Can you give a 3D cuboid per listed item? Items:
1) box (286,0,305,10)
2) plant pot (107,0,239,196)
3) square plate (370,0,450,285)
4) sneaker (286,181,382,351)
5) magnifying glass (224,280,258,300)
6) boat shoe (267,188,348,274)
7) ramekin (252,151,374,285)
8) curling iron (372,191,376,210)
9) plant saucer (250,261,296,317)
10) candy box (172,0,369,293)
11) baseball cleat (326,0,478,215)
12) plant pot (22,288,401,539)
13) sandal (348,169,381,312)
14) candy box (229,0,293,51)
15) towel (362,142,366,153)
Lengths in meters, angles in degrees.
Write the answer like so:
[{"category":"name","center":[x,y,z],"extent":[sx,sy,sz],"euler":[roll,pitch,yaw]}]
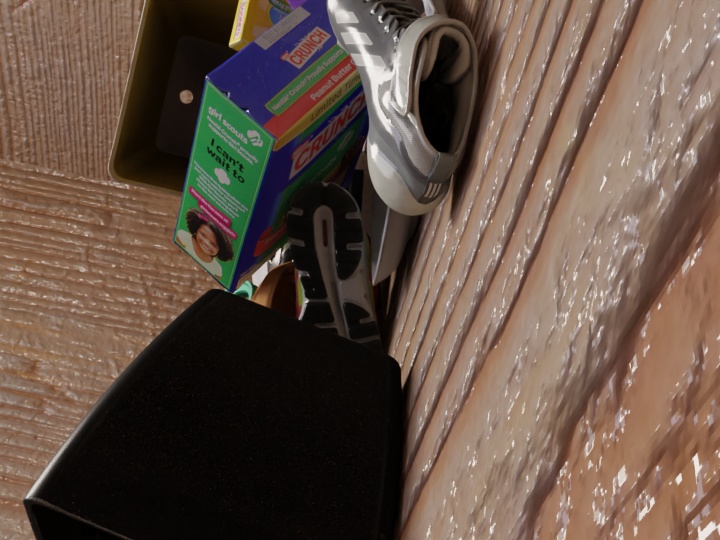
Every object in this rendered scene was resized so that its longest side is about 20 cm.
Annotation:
[{"category":"box","center":[0.008,-0.284,0.923],"extent":[0.137,0.039,0.202],"euler":[47,-125,-50]},{"category":"plant pot","center":[-0.139,-0.174,1.057],"extent":[0.176,0.197,0.203],"euler":[-144,68,-77]},{"category":"square plate","center":[0.040,-0.116,0.785],"extent":[0.201,0.028,0.200],"euler":[-87,8,-65]},{"category":"sneaker","center":[-0.018,0.025,0.819],"extent":[0.090,0.077,0.203],"euler":[-73,-15,-77]},{"category":"magnifying glass","center":[-0.115,0.079,0.853],"extent":[0.079,0.022,0.201],"euler":[-40,29,23]},{"category":"boat shoe","center":[-0.058,-0.024,0.971],"extent":[0.071,0.065,0.204],"euler":[5,-84,-54]},{"category":"ramekin","center":[-0.048,-0.055,1.135],"extent":[0.202,0.093,0.205],"euler":[-169,90,-70]},{"category":"curling iron","center":[0.035,-0.151,0.913],"extent":[0.025,0.049,0.203],"euler":[-7,-71,-49]},{"category":"plant saucer","center":[-0.056,0.095,0.871],"extent":[0.200,0.037,0.203],"euler":[-9,-90,-73]},{"category":"candy box","center":[-0.058,-0.104,0.798],"extent":[0.169,0.077,0.201],"euler":[-46,-13,-35]},{"category":"baseball cleat","center":[0.031,-0.136,0.605],"extent":[0.107,0.069,0.202],"euler":[125,136,-56]},{"category":"plant pot","center":[-0.072,0.134,0.645],"extent":[0.201,0.197,0.179],"euler":[107,-176,-58]},{"category":"sandal","center":[0.000,0.000,0.911],"extent":[0.075,0.044,0.202],"euler":[99,179,-64]},{"category":"candy box","center":[-0.027,-0.217,0.954],"extent":[0.026,0.198,0.104],"euler":[-4,71,51]},{"category":"towel","center":[0.038,-0.214,1.137],"extent":[0.200,0.029,0.148],"euler":[110,172,-65]}]
